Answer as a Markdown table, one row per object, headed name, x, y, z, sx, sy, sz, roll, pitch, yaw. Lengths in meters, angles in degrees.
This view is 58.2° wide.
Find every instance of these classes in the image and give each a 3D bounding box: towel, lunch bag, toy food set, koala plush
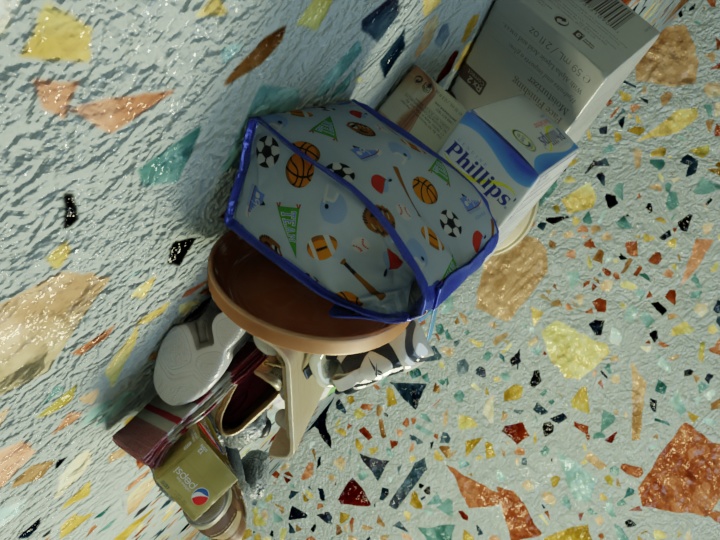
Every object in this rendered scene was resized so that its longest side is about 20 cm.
| name | x | y | z | sx | sy | sz | roll | pitch | yaw |
| --- | --- | --- | --- | --- | --- | --- | --- | --- | --- |
| towel | -0.194 | 0.142 | 0.763 | 0.200 | 0.023 | 0.143 | -44 | -159 | -28 |
| lunch bag | 0.010 | -0.047 | 0.561 | 0.169 | 0.197 | 0.126 | -33 | 151 | -53 |
| toy food set | -0.073 | 0.093 | 0.723 | 0.145 | 0.059 | 0.204 | -62 | 161 | -46 |
| koala plush | -0.206 | 0.236 | 0.966 | 0.177 | 0.179 | 0.205 | -24 | 136 | -85 |

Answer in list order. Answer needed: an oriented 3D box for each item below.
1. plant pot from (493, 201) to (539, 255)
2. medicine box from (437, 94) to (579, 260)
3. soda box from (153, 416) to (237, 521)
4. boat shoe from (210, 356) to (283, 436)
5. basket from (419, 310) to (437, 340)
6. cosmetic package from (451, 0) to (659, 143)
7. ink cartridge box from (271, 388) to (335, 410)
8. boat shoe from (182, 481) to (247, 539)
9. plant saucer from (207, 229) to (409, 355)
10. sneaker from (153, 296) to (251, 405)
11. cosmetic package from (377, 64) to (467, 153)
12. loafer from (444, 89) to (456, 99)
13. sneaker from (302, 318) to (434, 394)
| name | x | y | z | sx | sy | sz | roll | pitch | yaw |
| --- | --- | --- | --- | --- | --- | --- | --- | --- | --- |
| plant pot | 0.143 | -0.114 | 0.973 | 0.181 | 0.202 | 0.202 | -11 | 145 | -51 |
| medicine box | 0.137 | -0.085 | 0.752 | 0.181 | 0.103 | 0.202 | -31 | 160 | -55 |
| soda box | -0.207 | 0.208 | 0.767 | 0.064 | 0.068 | 0.199 | -41 | -161 | -13 |
| boat shoe | -0.113 | 0.126 | 0.813 | 0.201 | 0.073 | 0.066 | -51 | -155 | 5 |
| basket | 0.076 | 0.031 | 1.193 | 0.139 | 0.174 | 0.203 | -40 | 157 | -41 |
| cosmetic package | 0.238 | -0.254 | 0.842 | 0.164 | 0.165 | 0.202 | -38 | 165 | -35 |
| ink cartridge box | -0.087 | 0.128 | 0.963 | 0.142 | 0.085 | 0.201 | -31 | 154 | -4 |
| boat shoe | -0.184 | 0.273 | 0.796 | 0.075 | 0.073 | 0.200 | -38 | -161 | -8 |
| plant saucer | -0.044 | 0.011 | 0.602 | 0.199 | 0.197 | 0.033 | -33 | 143 | -50 |
| sneaker | -0.143 | 0.065 | 0.723 | 0.202 | 0.075 | 0.113 | -52 | 165 | 13 |
| cosmetic package | 0.034 | -0.116 | 0.743 | 0.201 | 0.087 | 0.103 | -49 | 170 | 5 |
| loafer | 0.071 | -0.140 | 0.849 | 0.073 | 0.070 | 0.205 | -28 | 140 | -55 |
| sneaker | -0.010 | 0.063 | 0.691 | 0.127 | 0.081 | 0.200 | -29 | -149 | -2 |
